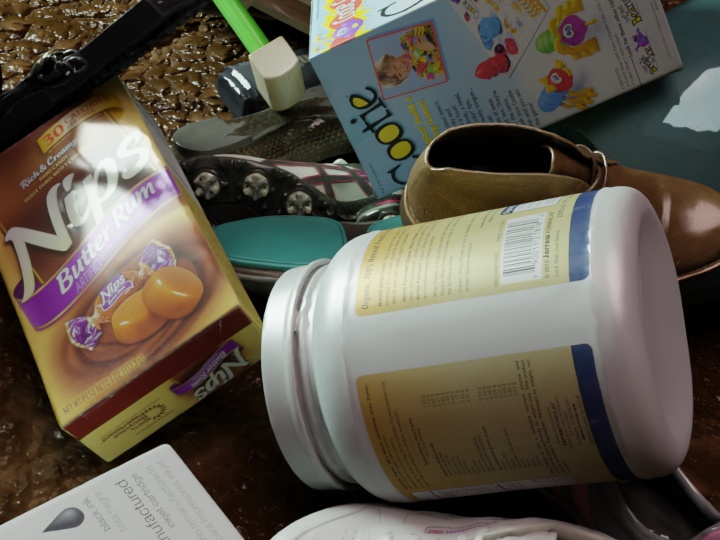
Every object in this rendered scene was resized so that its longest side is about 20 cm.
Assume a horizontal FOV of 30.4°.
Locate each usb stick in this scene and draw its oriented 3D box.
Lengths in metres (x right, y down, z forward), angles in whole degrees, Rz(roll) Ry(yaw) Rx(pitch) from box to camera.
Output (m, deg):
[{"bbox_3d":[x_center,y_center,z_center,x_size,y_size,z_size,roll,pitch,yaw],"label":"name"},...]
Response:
[{"bbox_3d":[-0.014,-0.152,0.997,0.198,0.033,0.056,-19,54,-31],"label":"usb stick"}]

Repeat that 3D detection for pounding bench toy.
[{"bbox_3d":[-0.067,-0.225,0.929,0.154,0.125,0.201,27,65,13],"label":"pounding bench toy"}]

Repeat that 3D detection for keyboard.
[{"bbox_3d":[-0.177,-0.109,0.796,0.021,0.199,0.127,58,36,-2],"label":"keyboard"}]

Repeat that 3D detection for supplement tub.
[{"bbox_3d":[0.062,0.043,0.690,0.197,0.145,0.145,-9,38,23],"label":"supplement tub"}]

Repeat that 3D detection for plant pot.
[{"bbox_3d":[0.210,-0.069,0.870,0.159,0.202,0.201,-24,54,-15],"label":"plant pot"}]

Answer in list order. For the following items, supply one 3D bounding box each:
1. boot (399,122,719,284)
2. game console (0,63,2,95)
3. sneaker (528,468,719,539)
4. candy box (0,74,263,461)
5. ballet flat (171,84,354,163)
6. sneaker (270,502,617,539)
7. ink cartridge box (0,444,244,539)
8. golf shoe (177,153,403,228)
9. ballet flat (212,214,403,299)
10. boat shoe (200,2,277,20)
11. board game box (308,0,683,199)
[{"bbox_3d":[0.124,-0.037,0.737,0.197,0.076,0.075,6,63,-5],"label":"boot"},{"bbox_3d":[-0.275,-0.124,0.793,0.031,0.179,0.202,4,43,8],"label":"game console"},{"bbox_3d":[0.133,0.101,0.749,0.070,0.083,0.200,-29,59,-34],"label":"sneaker"},{"bbox_3d":[-0.143,-0.007,0.762,0.116,0.057,0.201,-34,53,1],"label":"candy box"},{"bbox_3d":[-0.043,-0.089,0.919,0.198,0.047,0.067,-20,37,-34],"label":"ballet flat"},{"bbox_3d":[0.047,0.146,0.663,0.197,0.100,0.076,3,66,-11],"label":"sneaker"},{"bbox_3d":[-0.132,0.189,0.584,0.198,0.083,0.147,-24,56,-34],"label":"ink cartridge box"},{"bbox_3d":[-0.030,-0.036,0.862,0.197,0.078,0.088,13,26,-9],"label":"golf shoe"},{"bbox_3d":[0.000,0.000,0.797,0.197,0.065,0.068,-7,32,1],"label":"ballet flat"},{"bbox_3d":[-0.039,-0.221,1.039,0.196,0.072,0.065,0,49,-1],"label":"boat shoe"},{"bbox_3d":[0.078,-0.146,0.811,0.198,0.106,0.103,-22,29,11],"label":"board game box"}]
